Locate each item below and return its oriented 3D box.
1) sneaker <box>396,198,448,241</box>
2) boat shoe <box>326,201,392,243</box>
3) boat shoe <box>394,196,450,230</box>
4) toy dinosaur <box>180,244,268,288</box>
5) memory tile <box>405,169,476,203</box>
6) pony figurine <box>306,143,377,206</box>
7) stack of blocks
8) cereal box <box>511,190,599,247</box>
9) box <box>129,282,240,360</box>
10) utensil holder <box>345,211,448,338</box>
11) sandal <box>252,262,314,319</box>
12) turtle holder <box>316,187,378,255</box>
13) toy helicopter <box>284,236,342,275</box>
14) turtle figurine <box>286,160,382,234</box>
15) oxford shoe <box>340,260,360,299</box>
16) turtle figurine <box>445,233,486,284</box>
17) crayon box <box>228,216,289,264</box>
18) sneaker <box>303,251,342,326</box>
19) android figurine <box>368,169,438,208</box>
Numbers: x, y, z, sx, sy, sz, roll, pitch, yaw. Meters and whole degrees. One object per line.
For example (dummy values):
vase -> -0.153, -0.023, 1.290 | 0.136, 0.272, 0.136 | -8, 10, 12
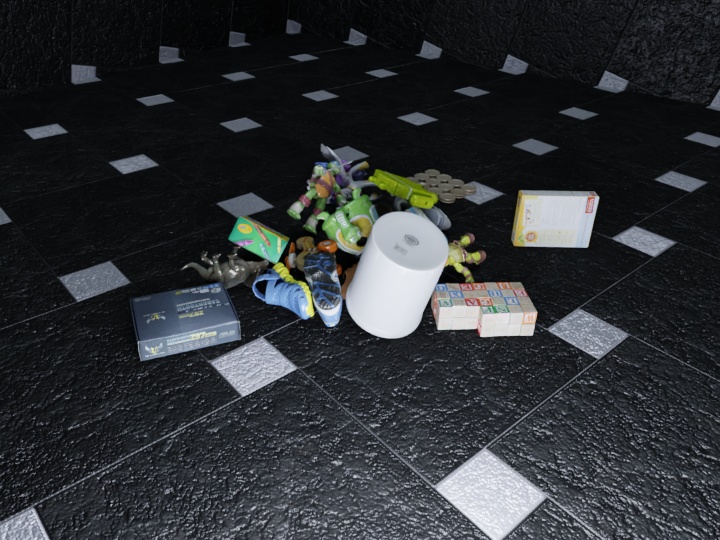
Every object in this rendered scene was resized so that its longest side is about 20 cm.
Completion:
sneaker -> 0.146, -0.116, 1.595 | 0.075, 0.087, 0.200 | -36, 46, -9
boat shoe -> -0.005, -0.111, 1.631 | 0.198, 0.077, 0.072 | -26, 6, -25
boat shoe -> 0.167, -0.155, 1.713 | 0.065, 0.074, 0.200 | 14, 20, -40
toy dinosaur -> -0.302, 0.003, 1.402 | 0.197, 0.104, 0.077 | -12, 26, -6
memory tile -> 0.241, -0.259, 1.922 | 0.152, 0.017, 0.199 | -25, 41, -36
pony figurine -> -0.042, -0.253, 1.785 | 0.198, 0.168, 0.193 | -21, 53, -39
stack of blocks -> 0.257, 0.082, 1.325 | 0.197, 0.059, 0.116 | -1, 32, -4
cereal box -> 0.495, -0.131, 1.605 | 0.197, 0.146, 0.040 | 1, 30, -2
box -> -0.358, 0.098, 1.276 | 0.197, 0.052, 0.158 | -11, 35, -20
utensil holder -> 0.073, 0.007, 1.258 | 0.167, 0.201, 0.172 | 10, 46, -10
sandal -> -0.166, 0.053, 1.344 | 0.086, 0.081, 0.199 | -20, 29, -27
turtle holder -> -0.012, -0.111, 1.487 | 0.140, 0.133, 0.185 | -34, 2, -18
toy helicopter -> -0.128, -0.038, 1.512 | 0.130, 0.080, 0.200 | -15, 23, -10
turtle figurine -> -0.085, -0.195, 1.616 | 0.199, 0.144, 0.195 | 31, 81, 23
oxford shoe -> 0.000, 0.000, 1.439 | 0.070, 0.072, 0.201 | 6, 33, 15
turtle figurine -> 0.221, -0.045, 1.486 | 0.160, 0.065, 0.200 | -20, 59, -46
crayon box -> -0.228, -0.073, 1.438 | 0.118, 0.059, 0.200 | 27, 2, -6
sneaker -> -0.080, 0.036, 1.346 | 0.074, 0.078, 0.201 | -8, 41, -2
android figurine -> 0.108, -0.213, 1.629 | 0.198, 0.042, 0.182 | 6, 24, -43
